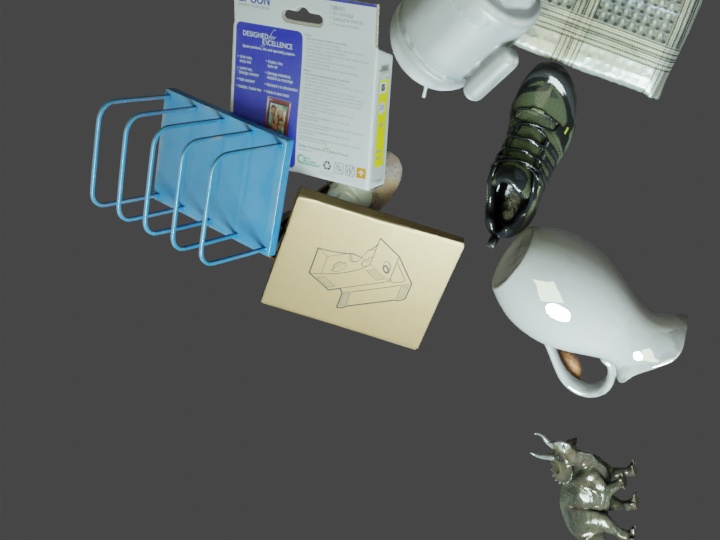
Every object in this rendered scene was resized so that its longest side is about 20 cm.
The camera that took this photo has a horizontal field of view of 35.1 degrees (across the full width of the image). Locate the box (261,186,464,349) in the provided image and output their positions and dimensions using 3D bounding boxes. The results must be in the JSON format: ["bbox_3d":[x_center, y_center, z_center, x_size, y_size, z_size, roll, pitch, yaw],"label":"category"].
[{"bbox_3d":[0.000,0.000,1.317,0.198,0.021,0.165,17,126,-7],"label":"box"}]

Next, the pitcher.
[{"bbox_3d":[0.235,0.054,1.272,0.199,0.122,0.172,33,130,-9],"label":"pitcher"}]

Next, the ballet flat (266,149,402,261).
[{"bbox_3d":[-0.035,-0.067,1.325,0.199,0.067,0.068,-36,96,24],"label":"ballet flat"}]

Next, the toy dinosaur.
[{"bbox_3d":[0.276,0.273,1.362,0.101,0.077,0.202,-2,114,29],"label":"toy dinosaur"}]

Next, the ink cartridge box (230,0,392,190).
[{"bbox_3d":[-0.057,-0.208,1.269,0.196,0.047,0.203,16,111,29],"label":"ink cartridge box"}]

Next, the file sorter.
[{"bbox_3d":[-0.196,-0.106,1.292,0.199,0.122,0.140,26,117,31],"label":"file sorter"}]

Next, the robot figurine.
[{"bbox_3d":[0.106,-0.263,1.175,0.200,0.112,0.171,-39,63,45],"label":"robot figurine"}]

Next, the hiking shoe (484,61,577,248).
[{"bbox_3d":[0.182,-0.121,1.224,0.075,0.101,0.202,16,113,9],"label":"hiking shoe"}]

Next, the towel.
[{"bbox_3d":[0.255,-0.301,1.177,0.198,0.035,0.194,24,114,8],"label":"towel"}]
